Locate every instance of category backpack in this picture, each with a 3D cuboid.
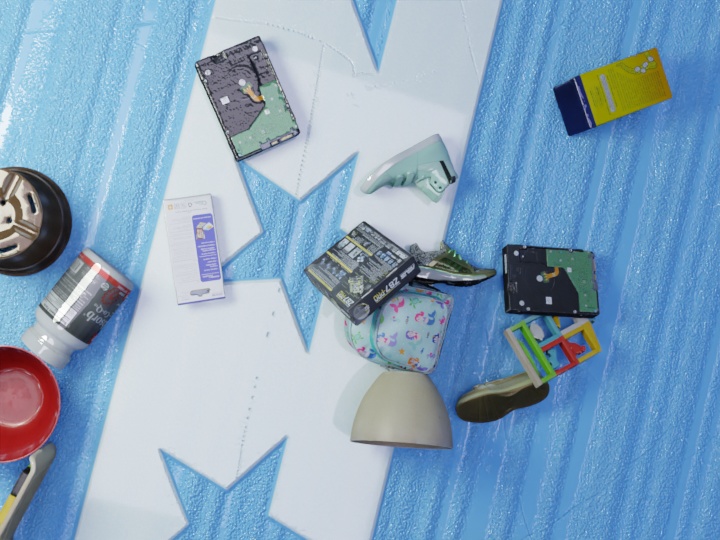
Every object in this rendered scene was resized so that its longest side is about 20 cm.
[{"bbox_3d":[0.069,0.103,1.748,0.197,0.151,0.181,16,93,-6],"label":"backpack"}]

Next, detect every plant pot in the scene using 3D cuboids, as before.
[{"bbox_3d":[-0.618,-0.093,1.578,0.196,0.198,0.204,0,88,-12],"label":"plant pot"},{"bbox_3d":[0.081,0.266,1.729,0.197,0.200,0.137,6,77,-11],"label":"plant pot"}]

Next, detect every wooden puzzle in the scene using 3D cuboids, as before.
[{"bbox_3d":[-0.601,0.407,1.582,0.037,0.185,0.203,23,85,-7],"label":"wooden puzzle"}]

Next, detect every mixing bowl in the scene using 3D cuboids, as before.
[{"bbox_3d":[-0.631,0.233,1.616,0.196,0.108,0.204,0,88,-10],"label":"mixing bowl"}]

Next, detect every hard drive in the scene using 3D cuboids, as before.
[{"bbox_3d":[-0.217,-0.329,1.737,0.138,0.038,0.203,-25,94,-11],"label":"hard drive"},{"bbox_3d":[0.389,0.023,1.850,0.196,0.038,0.142,3,73,-11],"label":"hard drive"}]

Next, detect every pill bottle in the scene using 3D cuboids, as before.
[{"bbox_3d":[-0.515,0.070,1.639,0.115,0.116,0.201,38,83,-9],"label":"pill bottle"}]

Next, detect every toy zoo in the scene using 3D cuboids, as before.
[{"bbox_3d":[0.405,0.138,1.844,0.198,0.021,0.133,-24,74,-21],"label":"toy zoo"}]

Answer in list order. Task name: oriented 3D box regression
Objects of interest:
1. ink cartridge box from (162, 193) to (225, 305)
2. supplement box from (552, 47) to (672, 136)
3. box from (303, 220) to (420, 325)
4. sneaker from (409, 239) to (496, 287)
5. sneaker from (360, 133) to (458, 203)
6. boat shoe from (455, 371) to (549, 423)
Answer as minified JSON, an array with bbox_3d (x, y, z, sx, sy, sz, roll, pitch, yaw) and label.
[{"bbox_3d":[-0.318,-0.040,1.722,0.093,0.037,0.204,-8,89,-12],"label":"ink cartridge box"},{"bbox_3d":[0.518,-0.367,1.861,0.197,0.109,0.111,-21,94,-12],"label":"supplement box"},{"bbox_3d":[0.000,0.000,1.706,0.160,0.200,0.049,-38,125,-10],"label":"box"},{"bbox_3d":[0.181,-0.018,1.810,0.196,0.077,0.090,4,80,-14],"label":"sneaker"},{"bbox_3d":[0.103,-0.175,1.787,0.199,0.074,0.119,-31,89,-13],"label":"sneaker"},{"bbox_3d":[0.283,0.251,1.837,0.197,0.063,0.074,-19,120,-5],"label":"boat shoe"}]
